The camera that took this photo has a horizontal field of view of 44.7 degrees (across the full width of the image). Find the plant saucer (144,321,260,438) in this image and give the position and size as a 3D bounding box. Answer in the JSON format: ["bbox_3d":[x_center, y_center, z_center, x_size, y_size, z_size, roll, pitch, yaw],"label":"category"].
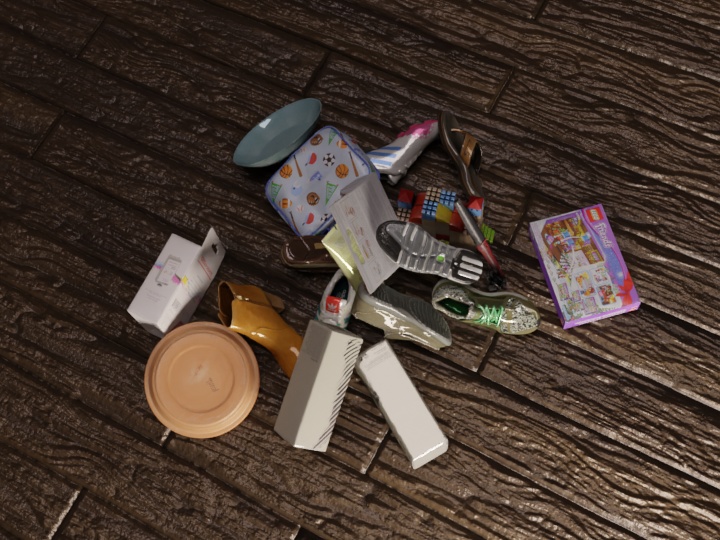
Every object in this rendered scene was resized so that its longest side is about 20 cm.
[{"bbox_3d":[-0.274,0.188,1.515,0.199,0.032,0.202,1,81,-5],"label":"plant saucer"}]

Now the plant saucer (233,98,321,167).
[{"bbox_3d":[-0.150,-0.253,1.672,0.200,0.039,0.201,-26,31,17],"label":"plant saucer"}]

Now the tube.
[{"bbox_3d":[0.000,0.000,1.511,0.052,0.201,0.058,-26,30,9],"label":"tube"}]

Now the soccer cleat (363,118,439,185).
[{"bbox_3d":[0.076,-0.212,1.660,0.199,0.070,0.087,-26,76,1],"label":"soccer cleat"}]

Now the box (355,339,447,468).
[{"bbox_3d":[0.066,0.222,1.460,0.068,0.082,0.201,-29,66,-7],"label":"box"}]

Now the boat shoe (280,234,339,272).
[{"bbox_3d":[-0.050,-0.030,1.590,0.201,0.075,0.075,2,68,-18],"label":"boat shoe"}]

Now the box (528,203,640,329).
[{"bbox_3d":[0.394,-0.009,1.552,0.136,0.039,0.201,-15,67,0],"label":"box"}]

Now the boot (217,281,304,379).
[{"bbox_3d":[-0.170,0.110,1.500,0.071,0.144,0.202,-43,57,26],"label":"boot"}]

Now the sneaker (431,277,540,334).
[{"bbox_3d":[0.208,0.073,1.500,0.199,0.089,0.077,13,110,16],"label":"sneaker"}]

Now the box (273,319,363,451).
[{"bbox_3d":[-0.071,0.190,1.452,0.082,0.068,0.201,23,95,57],"label":"box"}]

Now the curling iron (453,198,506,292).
[{"bbox_3d":[0.210,-0.041,1.516,0.025,0.201,0.050,-15,29,26],"label":"curling iron"}]

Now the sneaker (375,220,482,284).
[{"bbox_3d":[0.104,-0.028,1.517,0.199,0.115,0.075,24,87,-15],"label":"sneaker"}]

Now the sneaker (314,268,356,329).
[{"bbox_3d":[-0.055,0.087,1.529,0.070,0.094,0.201,16,70,12],"label":"sneaker"}]

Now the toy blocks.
[{"bbox_3d":[0.140,-0.097,1.562,0.199,0.137,0.101,12,69,11],"label":"toy blocks"}]

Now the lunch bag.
[{"bbox_3d":[-0.070,-0.153,1.616,0.200,0.076,0.160,-44,74,11],"label":"lunch bag"}]

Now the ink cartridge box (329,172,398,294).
[{"bbox_3d":[0.006,-0.063,1.481,0.057,0.200,0.163,-19,103,34],"label":"ink cartridge box"}]

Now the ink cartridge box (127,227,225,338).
[{"bbox_3d":[-0.326,0.017,1.573,0.067,0.117,0.201,23,71,14],"label":"ink cartridge box"}]

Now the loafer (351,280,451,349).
[{"bbox_3d":[0.069,0.083,1.508,0.199,0.070,0.075,29,33,-17],"label":"loafer"}]

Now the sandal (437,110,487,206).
[{"bbox_3d":[0.201,-0.211,1.628,0.054,0.082,0.201,-28,67,26],"label":"sandal"}]
